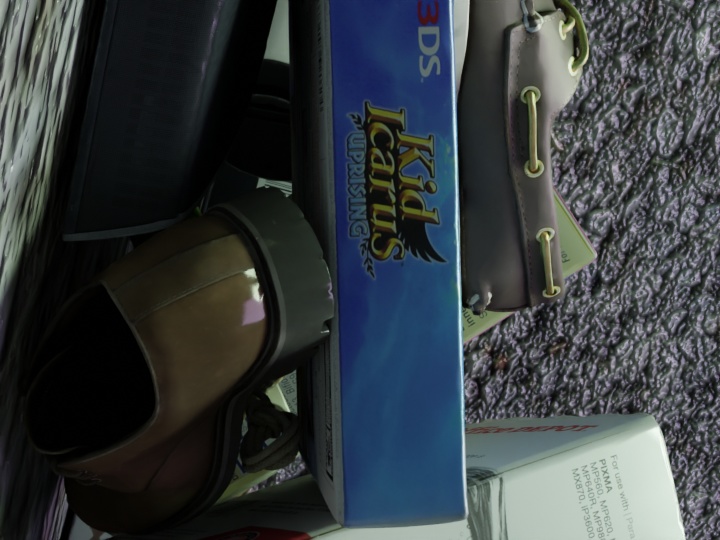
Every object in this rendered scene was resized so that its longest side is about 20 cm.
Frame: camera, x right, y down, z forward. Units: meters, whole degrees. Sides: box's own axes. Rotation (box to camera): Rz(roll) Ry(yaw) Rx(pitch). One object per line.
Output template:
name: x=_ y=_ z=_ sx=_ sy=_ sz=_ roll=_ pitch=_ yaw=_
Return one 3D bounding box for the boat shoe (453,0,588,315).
boat shoe: x=0.051 y=-0.071 z=0.711 sx=0.072 sy=0.059 sz=0.200 roll=-103 pitch=-169 yaw=-59

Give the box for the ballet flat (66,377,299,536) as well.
ballet flat: x=-0.036 y=0.041 z=0.811 sx=0.200 sy=0.065 sz=0.071 roll=-44 pitch=-172 yaw=-3

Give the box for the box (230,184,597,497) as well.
box: x=0.000 y=0.000 z=0.934 sx=0.200 sy=0.097 sz=0.176 roll=-33 pitch=-175 yaw=4

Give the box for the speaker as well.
speaker: x=-0.024 y=-0.139 z=0.956 sx=0.081 sy=0.081 sz=0.200 roll=105 pitch=-1 yaw=-48

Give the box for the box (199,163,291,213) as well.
box: x=-0.035 y=-0.060 z=1.203 sx=0.200 sy=0.104 sz=0.148 roll=137 pitch=-33 yaw=-89

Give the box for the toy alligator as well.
toy alligator: x=-0.062 y=0.009 z=0.743 sx=0.054 sy=0.059 sz=0.200 roll=60 pitch=-1 yaw=-27

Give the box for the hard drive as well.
hard drive: x=-0.053 y=-0.098 z=0.664 sx=0.200 sy=0.042 sz=0.135 roll=-76 pitch=-179 yaw=-65

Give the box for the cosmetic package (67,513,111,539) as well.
cosmetic package: x=-0.097 y=0.167 z=0.969 sx=0.200 sy=0.102 sz=0.074 roll=102 pitch=2 yaw=-79

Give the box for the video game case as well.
video game case: x=0.002 y=-0.023 z=0.681 sx=0.181 sy=0.045 sz=0.200 roll=-162 pitch=-109 yaw=-83

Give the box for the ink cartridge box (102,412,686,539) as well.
ink cartridge box: x=0.007 y=0.120 z=0.737 sx=0.144 sy=0.200 sz=0.084 roll=-11 pitch=-86 yaw=62

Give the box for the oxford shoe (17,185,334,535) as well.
oxford shoe: x=-0.081 y=0.041 z=0.646 sx=0.073 sy=0.084 sz=0.200 roll=58 pitch=-30 yaw=19
